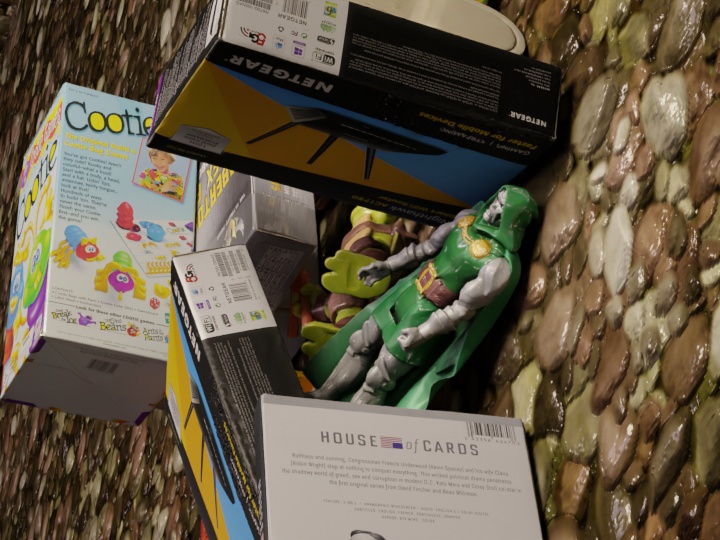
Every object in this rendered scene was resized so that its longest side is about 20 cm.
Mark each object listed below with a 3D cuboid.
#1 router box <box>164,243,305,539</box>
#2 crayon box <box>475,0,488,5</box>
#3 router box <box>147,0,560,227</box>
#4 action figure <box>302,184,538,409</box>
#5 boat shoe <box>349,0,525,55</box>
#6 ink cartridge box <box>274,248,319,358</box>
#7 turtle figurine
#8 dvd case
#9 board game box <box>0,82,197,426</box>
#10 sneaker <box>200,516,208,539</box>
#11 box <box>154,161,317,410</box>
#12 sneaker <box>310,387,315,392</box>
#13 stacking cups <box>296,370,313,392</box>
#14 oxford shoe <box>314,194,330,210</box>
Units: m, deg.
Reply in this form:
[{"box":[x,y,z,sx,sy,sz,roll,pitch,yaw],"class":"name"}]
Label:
[{"box":[-0.066,0.108,1.165,0.150,0.051,0.201,97,156,-46],"class":"router box"},{"box":[0.025,-0.209,1.247,0.051,0.126,0.201,-96,23,-68],"class":"crayon box"},{"box":[-0.006,-0.093,1.138,0.149,0.199,0.051,137,145,-61],"class":"router box"},{"box":[0.033,0.026,1.150,0.200,0.055,0.118,-49,41,20],"class":"action figure"},{"box":[-0.001,-0.154,1.202,0.072,0.199,0.060,-67,1,-52],"class":"boat shoe"},{"box":[-0.096,-0.010,1.559,0.145,0.083,0.201,124,150,-47],"class":"ink cartridge box"},{"box":[0.000,0.000,1.292,0.200,0.064,0.161,-56,8,27],"class":"turtle figurine"},{"box":[0.024,0.151,1.000,0.201,0.149,0.025,-96,19,-44],"class":"dvd case"},{"box":[-0.180,-0.010,1.380,0.103,0.104,0.201,132,145,-51],"class":"board game box"},{"box":[-0.079,0.180,1.381,0.077,0.072,0.201,-101,13,-56],"class":"sneaker"},{"box":[-0.095,-0.019,1.383,0.200,0.048,0.159,125,151,-42],"class":"box"},{"box":[-0.004,0.106,1.229,0.200,0.074,0.082,-119,44,-63],"class":"sneaker"},{"box":[-0.077,0.131,1.455,0.200,0.060,0.061,136,141,-61],"class":"stacking cups"},{"box":[-0.048,-0.119,1.449,0.201,0.074,0.071,93,174,-50],"class":"oxford shoe"}]
